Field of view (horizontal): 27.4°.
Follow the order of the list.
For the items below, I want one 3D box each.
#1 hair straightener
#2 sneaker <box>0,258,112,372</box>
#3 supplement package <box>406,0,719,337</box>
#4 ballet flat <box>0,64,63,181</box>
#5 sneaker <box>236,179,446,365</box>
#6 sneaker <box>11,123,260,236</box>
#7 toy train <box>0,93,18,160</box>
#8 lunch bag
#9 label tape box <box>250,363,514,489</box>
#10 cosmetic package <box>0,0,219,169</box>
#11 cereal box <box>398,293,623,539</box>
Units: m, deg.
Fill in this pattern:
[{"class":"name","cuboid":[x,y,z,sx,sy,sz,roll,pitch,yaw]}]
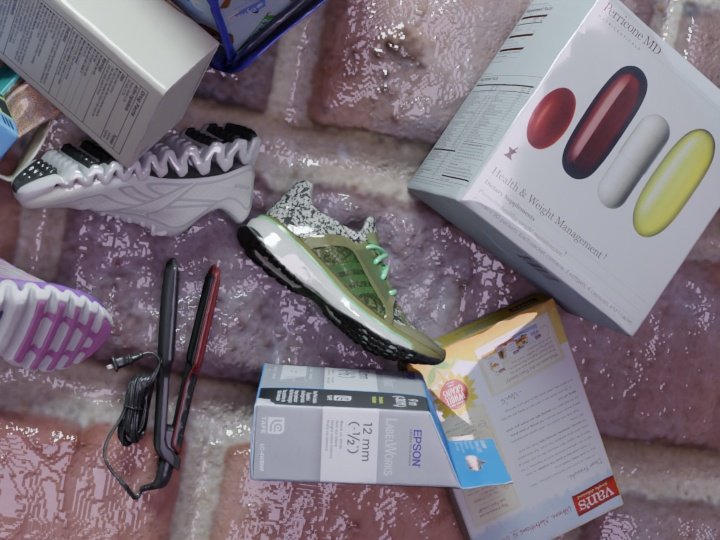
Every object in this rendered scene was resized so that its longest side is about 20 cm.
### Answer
[{"class":"hair straightener","cuboid":[-0.169,0.087,1.188,0.076,0.041,0.202,11,97,-17]},{"class":"sneaker","cuboid":[-0.283,0.016,1.123,0.199,0.089,0.081,14,123,-36]},{"class":"supplement package","cuboid":[0.183,-0.090,1.208,0.190,0.147,0.201,35,87,-17]},{"class":"ballet flat","cuboid":[-0.296,-0.081,1.116,0.200,0.068,0.067,-42,124,-7]},{"class":"sneaker","cuboid":[0.000,0.000,1.195,0.199,0.077,0.089,39,77,-7]},{"class":"sneaker","cuboid":[-0.170,-0.062,1.145,0.198,0.075,0.082,-9,113,-24]},{"class":"toy train","cuboid":[-0.316,-0.136,1.041,0.087,0.200,0.114,-45,131,7]},{"class":"lunch bag","cuboid":[-0.070,-0.245,1.096,0.170,0.200,0.124,-42,77,-8]},{"class":"label tape box","cuboid":[0.016,0.121,1.161,0.197,0.143,0.067,1,98,-1]},{"class":"cosmetic package","cuboid":[-0.210,-0.183,1.072,0.200,0.104,0.073,41,52,-1]},{"class":"cereal box","cuboid":[0.131,0.140,1.275,0.143,0.039,0.202,-22,102,-11]}]
